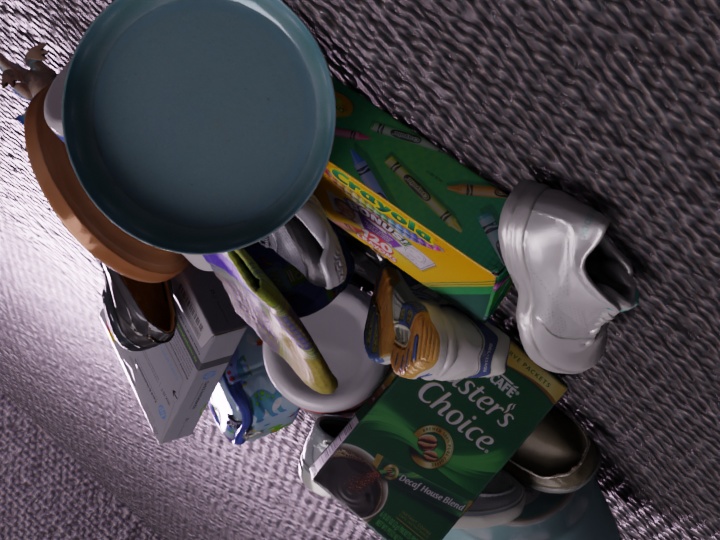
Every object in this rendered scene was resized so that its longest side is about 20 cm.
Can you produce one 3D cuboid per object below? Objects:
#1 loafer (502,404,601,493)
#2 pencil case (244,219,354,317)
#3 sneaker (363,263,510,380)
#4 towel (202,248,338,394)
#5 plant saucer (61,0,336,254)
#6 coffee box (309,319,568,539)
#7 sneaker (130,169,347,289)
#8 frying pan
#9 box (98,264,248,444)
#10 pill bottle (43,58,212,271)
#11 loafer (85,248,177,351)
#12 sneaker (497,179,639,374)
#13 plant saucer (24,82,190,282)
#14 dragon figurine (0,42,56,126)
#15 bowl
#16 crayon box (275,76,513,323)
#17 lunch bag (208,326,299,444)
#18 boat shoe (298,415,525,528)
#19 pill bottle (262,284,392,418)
[{"bbox_3d":[0.121,0.126,1.738,0.200,0.075,0.070,30,166,24],"label":"loafer"},{"bbox_3d":[-0.072,-0.054,1.611,0.087,0.078,0.200,-7,128,30],"label":"pencil case"},{"bbox_3d":[0.060,0.050,1.583,0.088,0.076,0.200,8,-166,-15],"label":"sneaker"},{"bbox_3d":[-0.088,0.019,1.593,0.144,0.023,0.200,45,171,30],"label":"towel"},{"bbox_3d":[-0.114,-0.112,1.415,0.200,0.200,0.027,37,-171,2],"label":"plant saucer"},{"bbox_3d":[0.065,0.132,1.655,0.123,0.200,0.044,41,-178,-7],"label":"coffee box"},{"bbox_3d":[-0.104,-0.044,1.475,0.200,0.114,0.076,50,168,14],"label":"sneaker"},{"bbox_3d":[-0.012,-0.011,1.734,0.115,0.031,0.190,42,160,-14],"label":"frying pan"},{"bbox_3d":[-0.180,0.047,1.866,0.156,0.041,0.200,61,145,24],"label":"box"},{"bbox_3d":[-0.162,-0.097,1.656,0.114,0.114,0.200,16,154,50],"label":"pill bottle"},{"bbox_3d":[-0.207,-0.027,1.778,0.072,0.073,0.201,-10,103,58],"label":"loafer"},{"bbox_3d":[0.159,0.018,1.397,0.088,0.075,0.200,14,153,27],"label":"sneaker"},{"bbox_3d":[-0.210,-0.084,1.734,0.032,0.201,0.200,-32,117,26],"label":"plant saucer"},{"bbox_3d":[-0.289,-0.159,1.848,0.200,0.059,0.100,31,162,18],"label":"dragon figurine"},{"bbox_3d":[0.140,0.218,1.797,0.200,0.201,0.105,28,141,29],"label":"bowl"},{"bbox_3d":[0.032,-0.053,1.473,0.200,0.058,0.119,35,164,9],"label":"crayon box"},{"bbox_3d":[-0.126,0.066,1.936,0.161,0.082,0.201,119,130,-74],"label":"lunch bag"},{"bbox_3d":[0.048,0.169,1.707,0.200,0.070,0.072,11,122,-2],"label":"boat shoe"},{"bbox_3d":[-0.015,0.081,1.792,0.116,0.116,0.200,33,177,13],"label":"pill bottle"}]
